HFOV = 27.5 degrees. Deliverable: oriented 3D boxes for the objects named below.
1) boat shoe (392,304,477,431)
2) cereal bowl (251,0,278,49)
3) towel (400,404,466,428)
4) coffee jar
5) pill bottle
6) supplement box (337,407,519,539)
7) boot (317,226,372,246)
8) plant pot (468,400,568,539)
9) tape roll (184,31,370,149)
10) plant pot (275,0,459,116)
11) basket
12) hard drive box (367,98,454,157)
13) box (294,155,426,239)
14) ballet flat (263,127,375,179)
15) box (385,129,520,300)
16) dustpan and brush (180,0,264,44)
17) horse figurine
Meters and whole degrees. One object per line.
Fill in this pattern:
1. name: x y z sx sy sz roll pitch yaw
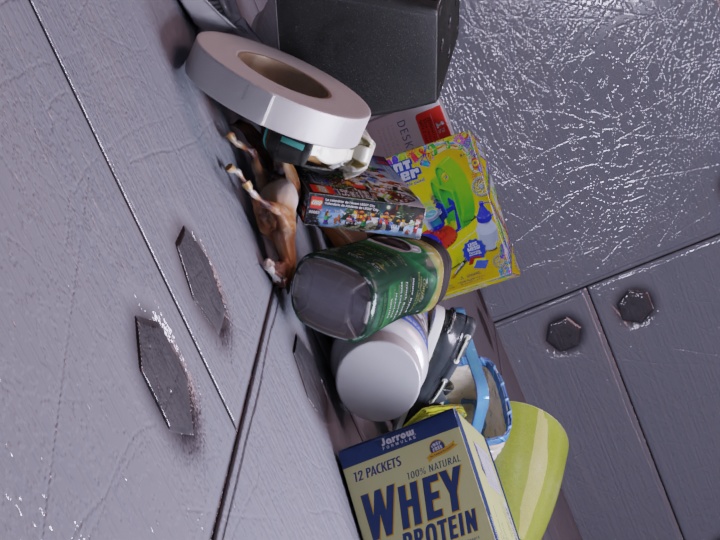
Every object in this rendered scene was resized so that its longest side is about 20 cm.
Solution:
1. boat shoe: 0.088 0.137 1.811 0.076 0.060 0.202 -83 -169 -56
2. cereal bowl: -0.089 -0.266 1.814 0.200 0.082 0.203 8 90 -79
3. towel: 0.076 0.199 1.799 0.018 0.086 0.200 47 9 15
4. coffee jar: 0.017 0.012 1.584 0.199 0.103 0.086 -19 125 -58
5. pill bottle: 0.023 0.088 1.681 0.200 0.113 0.115 -85 152 -71
6. supplement box: 0.087 0.277 1.569 0.200 0.133 0.202 46 24 -68
7. boot: 0.000 0.000 1.849 0.199 0.076 0.157 26 -53 42
8. plant pot: 0.205 0.327 2.127 0.201 0.185 0.188 -79 150 -46
9. tape roll: -0.085 -0.187 1.520 0.201 0.037 0.203 23 19 -8
10. plant pot: 0.017 -0.293 1.666 0.201 0.175 0.201 88 14 -46
11. basket: 0.138 0.177 2.022 0.177 0.137 0.202 -102 -163 -48
12. hard drive box: 0.045 -0.134 2.052 0.077 0.198 0.158 18 50 -79
13. box: -0.016 -0.093 1.677 0.200 0.135 0.038 -123 -137 -65
14. ballet flat: -0.029 -0.130 1.596 0.199 0.068 0.069 -10 119 -59
15. box: 0.085 -0.057 1.939 0.122 0.198 0.195 9 64 -77
16. dustpan and brush: -0.155 -0.294 1.656 0.140 0.057 0.201 -96 163 -59
17. horse figurine: -0.099 -0.088 1.562 0.133 0.049 0.201 55 18 -37
